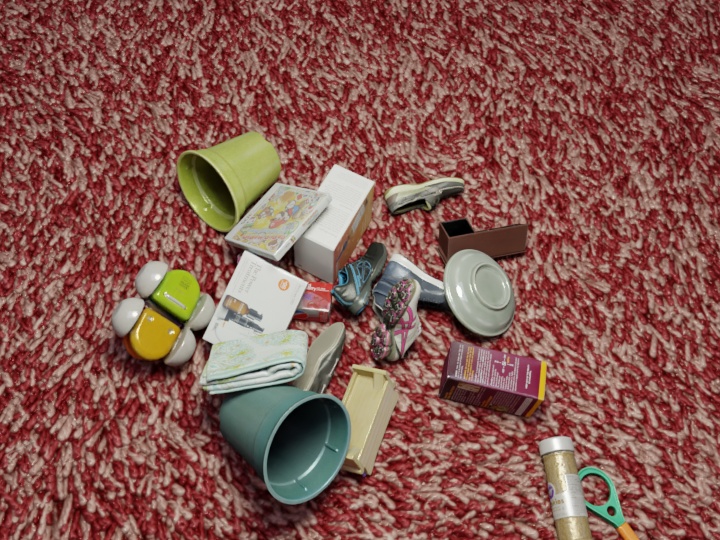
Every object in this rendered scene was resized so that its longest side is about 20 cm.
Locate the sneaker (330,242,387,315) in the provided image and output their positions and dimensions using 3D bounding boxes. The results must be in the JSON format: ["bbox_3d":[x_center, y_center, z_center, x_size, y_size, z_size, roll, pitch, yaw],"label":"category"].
[{"bbox_3d":[0.000,0.000,1.549,0.081,0.073,0.202,33,47,-10],"label":"sneaker"}]

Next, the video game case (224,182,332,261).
[{"bbox_3d":[-0.178,-0.109,1.507,0.198,0.023,0.183,17,60,47],"label":"video game case"}]

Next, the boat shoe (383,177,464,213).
[{"bbox_3d":[0.157,-0.173,1.687,0.197,0.072,0.067,-9,72,-9],"label":"boat shoe"}]

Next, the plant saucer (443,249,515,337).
[{"bbox_3d":[0.271,0.041,1.535,0.197,0.050,0.203,14,62,-27],"label":"plant saucer"}]

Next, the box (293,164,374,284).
[{"bbox_3d":[-0.059,-0.102,1.580,0.105,0.153,0.202,25,63,10],"label":"box"}]

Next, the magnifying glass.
[{"bbox_3d":[0.492,0.475,1.370,0.079,0.023,0.201,-27,67,-18],"label":"magnifying glass"}]

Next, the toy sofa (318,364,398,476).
[{"bbox_3d":[0.000,0.300,1.411,0.082,0.098,0.202,6,57,28],"label":"toy sofa"}]

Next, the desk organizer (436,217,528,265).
[{"bbox_3d":[0.280,-0.077,1.621,0.196,0.078,0.072,-10,39,-9],"label":"desk organizer"}]

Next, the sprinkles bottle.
[{"bbox_3d":[0.396,0.428,1.362,0.067,0.069,0.203,-2,61,-5],"label":"sprinkles bottle"}]

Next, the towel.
[{"bbox_3d":[-0.199,0.168,1.354,0.196,0.049,0.172,-9,18,0],"label":"towel"}]

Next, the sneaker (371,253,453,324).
[{"bbox_3d":[0.118,0.076,1.539,0.201,0.077,0.147,31,68,8],"label":"sneaker"}]

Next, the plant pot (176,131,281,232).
[{"bbox_3d":[-0.288,-0.221,1.626,0.200,0.202,0.184,38,53,17],"label":"plant pot"}]

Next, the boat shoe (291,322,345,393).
[{"bbox_3d":[-0.082,0.200,1.474,0.066,0.057,0.201,2,48,39],"label":"boat shoe"}]

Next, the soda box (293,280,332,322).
[{"bbox_3d":[-0.160,0.061,1.533,0.196,0.064,0.071,7,62,-1],"label":"soda box"}]

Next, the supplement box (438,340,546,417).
[{"bbox_3d":[0.268,0.223,1.444,0.196,0.111,0.087,13,60,3],"label":"supplement box"}]

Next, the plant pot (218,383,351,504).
[{"bbox_3d":[-0.152,0.294,1.310,0.195,0.202,0.200,17,54,46],"label":"plant pot"}]

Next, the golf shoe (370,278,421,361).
[{"bbox_3d":[0.089,0.101,1.463,0.091,0.202,0.073,4,35,-25],"label":"golf shoe"}]

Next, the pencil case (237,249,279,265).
[{"bbox_3d":[-0.207,-0.077,1.599,0.082,0.087,0.202,-6,51,39],"label":"pencil case"}]

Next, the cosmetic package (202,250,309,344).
[{"bbox_3d":[-0.216,0.083,1.466,0.149,0.052,0.203,26,89,-2],"label":"cosmetic package"}]

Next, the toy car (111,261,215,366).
[{"bbox_3d":[-0.413,0.093,1.456,0.174,0.149,0.202,37,63,-23],"label":"toy car"}]
